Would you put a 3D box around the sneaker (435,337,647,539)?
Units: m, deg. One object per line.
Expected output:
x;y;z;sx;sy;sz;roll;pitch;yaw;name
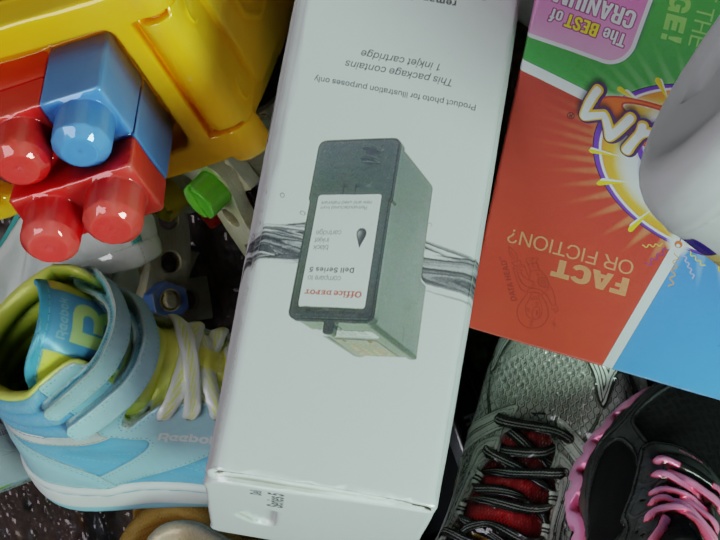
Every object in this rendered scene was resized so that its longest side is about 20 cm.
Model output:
0.069;0.110;0.905;0.078;0.082;0.200;13;103;22;sneaker

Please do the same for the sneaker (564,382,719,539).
0.112;0.110;0.811;0.079;0.200;0.095;27;142;-2;sneaker

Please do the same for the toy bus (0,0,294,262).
-0.130;-0.083;0.880;0.200;0.192;0.136;-13;137;22;toy bus

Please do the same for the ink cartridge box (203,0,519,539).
0.000;0.000;0.832;0.084;0.146;0.200;10;76;0;ink cartridge box

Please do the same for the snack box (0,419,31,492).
-0.203;0.091;1.076;0.142;0.200;0.053;-24;87;44;snack box

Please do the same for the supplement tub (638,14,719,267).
0.203;-0.023;0.674;0.200;0.145;0.145;35;130;-5;supplement tub

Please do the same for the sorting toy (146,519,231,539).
-0.014;0.211;0.906;0.200;0.036;0.185;18;118;47;sorting toy

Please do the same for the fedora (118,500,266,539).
-0.060;0.151;1.013;0.201;0.082;0.201;15;113;38;fedora

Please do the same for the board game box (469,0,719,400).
0.131;-0.051;0.792;0.153;0.040;0.200;16;120;10;board game box

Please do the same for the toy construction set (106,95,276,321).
-0.063;-0.025;0.998;0.131;0.092;0.200;49;143;-14;toy construction set

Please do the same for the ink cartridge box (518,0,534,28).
0.040;-0.194;0.855;0.200;0.067;0.117;43;126;25;ink cartridge box

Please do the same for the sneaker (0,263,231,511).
-0.071;0.045;0.923;0.200;0.131;0.080;-10;56;14;sneaker

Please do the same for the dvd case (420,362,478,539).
0.014;0.126;1.014;0.150;0.025;0.200;-20;90;43;dvd case

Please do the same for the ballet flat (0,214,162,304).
-0.145;0.012;1.001;0.069;0.069;0.200;61;145;8;ballet flat
